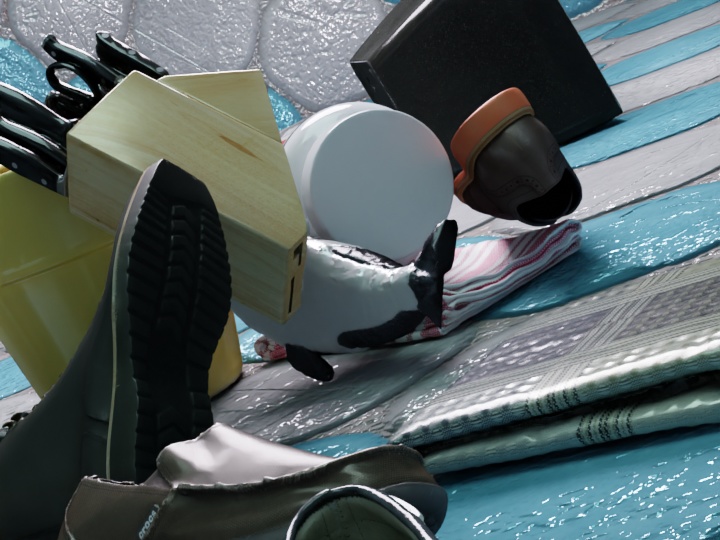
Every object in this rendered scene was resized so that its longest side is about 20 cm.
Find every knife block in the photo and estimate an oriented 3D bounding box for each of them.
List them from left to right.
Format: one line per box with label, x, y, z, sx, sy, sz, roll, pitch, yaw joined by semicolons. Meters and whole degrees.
knife block;-0.132;-0.055;1.027;0.174;0.064;0.201;-7;49;-13

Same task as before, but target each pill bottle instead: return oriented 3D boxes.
pill bottle;-0.010;-0.051;1.200;0.115;0.117;0.200;-24;4;-12

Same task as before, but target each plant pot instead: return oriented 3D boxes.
plant pot;-0.171;0.005;1.193;0.199;0.191;0.201;-21;9;3
plant pot;0.103;-0.188;1.695;0.177;0.200;0.200;-34;10;-4

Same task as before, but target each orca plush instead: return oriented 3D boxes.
orca plush;0.000;0.000;1.071;0.071;0.106;0.199;-23;-1;-39

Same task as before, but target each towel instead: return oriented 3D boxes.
towel;0.035;0.010;1.184;0.146;0.030;0.199;-29;11;-39
towel;0.132;0.038;0.833;0.199;0.035;0.192;-19;7;31

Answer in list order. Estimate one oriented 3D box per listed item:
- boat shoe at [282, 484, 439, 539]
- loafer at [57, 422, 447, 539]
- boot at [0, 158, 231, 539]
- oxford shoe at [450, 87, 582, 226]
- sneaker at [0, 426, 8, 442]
boat shoe;0.005;0.118;0.556;0.075;0.061;0.200;-24;9;-9
loafer;-0.055;0.094;0.723;0.198;0.072;0.073;-17;-22;32
boot;-0.144;0.050;0.944;0.137;0.202;0.077;-19;-36;37
oxford shoe;0.104;-0.052;1.149;0.071;0.073;0.200;-40;-13;3
sneaker;-0.243;0.119;1.095;0.200;0.068;0.108;-20;12;27
